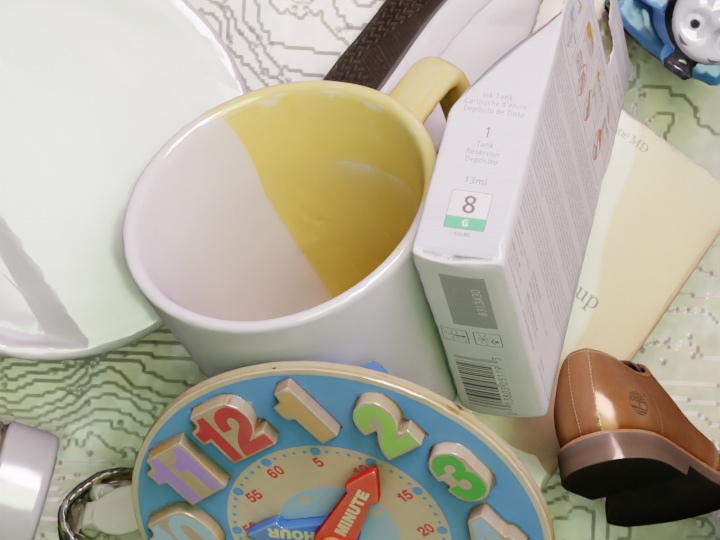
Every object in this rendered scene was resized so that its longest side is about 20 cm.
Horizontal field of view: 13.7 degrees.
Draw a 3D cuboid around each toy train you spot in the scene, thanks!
[{"bbox_3d":[0.182,-0.149,1.485,0.087,0.200,0.114,32,97,-6],"label":"toy train"}]

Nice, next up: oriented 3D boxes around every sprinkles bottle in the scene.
[{"bbox_3d":[-0.253,0.087,1.496,0.199,0.068,0.068,17,88,-5],"label":"sprinkles bottle"}]

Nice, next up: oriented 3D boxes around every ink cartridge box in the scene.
[{"bbox_3d":[0.078,-0.054,1.405,0.050,0.161,0.201,6,64,15],"label":"ink cartridge box"}]

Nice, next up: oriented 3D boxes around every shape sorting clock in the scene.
[{"bbox_3d":[-0.010,0.120,1.383,0.199,0.039,0.200,10,129,12],"label":"shape sorting clock"}]

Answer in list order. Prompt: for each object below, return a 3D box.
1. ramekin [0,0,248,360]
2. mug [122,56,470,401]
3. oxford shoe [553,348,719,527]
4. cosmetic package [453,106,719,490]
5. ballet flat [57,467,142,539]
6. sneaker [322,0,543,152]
[{"bbox_3d":[-0.155,-0.055,1.495,0.202,0.094,0.203,0,89,-7],"label":"ramekin"},{"bbox_3d":[-0.002,0.008,1.421,0.186,0.150,0.153,-26,136,-3],"label":"mug"},{"bbox_3d":[0.143,0.083,1.488,0.071,0.200,0.072,-15,69,14],"label":"oxford shoe"},{"bbox_3d":[0.095,0.016,1.533,0.105,0.071,0.200,34,86,-4],"label":"cosmetic package"},{"bbox_3d":[-0.064,0.129,1.471,0.200,0.072,0.072,0,89,26],"label":"ballet flat"},{"bbox_3d":[0.061,-0.126,1.544,0.200,0.073,0.085,-49,125,-10],"label":"sneaker"}]
